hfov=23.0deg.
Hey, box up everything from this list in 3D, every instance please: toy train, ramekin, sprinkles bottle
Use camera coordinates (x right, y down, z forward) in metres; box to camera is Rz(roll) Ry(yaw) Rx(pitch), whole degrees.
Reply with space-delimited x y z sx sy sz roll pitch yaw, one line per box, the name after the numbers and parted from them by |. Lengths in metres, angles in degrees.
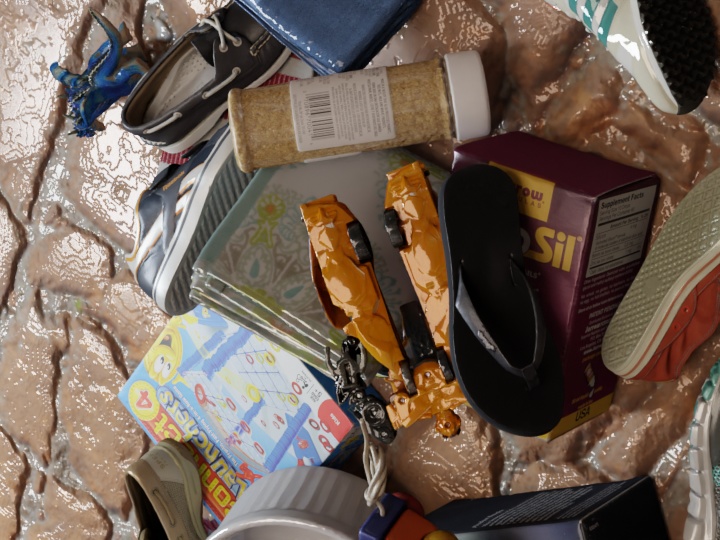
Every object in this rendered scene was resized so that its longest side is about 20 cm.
0.055 0.206 1.308 0.116 0.085 0.200 11 124 23 | toy train
-0.040 0.264 1.516 0.200 0.098 0.201 8 122 12 | ramekin
-0.001 -0.124 1.379 0.200 0.068 0.068 -9 98 2 | sprinkles bottle

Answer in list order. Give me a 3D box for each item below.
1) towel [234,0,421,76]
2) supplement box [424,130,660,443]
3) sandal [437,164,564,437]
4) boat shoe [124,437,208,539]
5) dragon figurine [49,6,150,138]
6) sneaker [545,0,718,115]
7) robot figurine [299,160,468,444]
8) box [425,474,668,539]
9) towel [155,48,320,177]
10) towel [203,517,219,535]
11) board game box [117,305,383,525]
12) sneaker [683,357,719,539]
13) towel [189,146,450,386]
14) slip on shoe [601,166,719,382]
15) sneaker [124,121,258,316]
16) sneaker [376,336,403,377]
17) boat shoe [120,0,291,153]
-0.049 -0.246 1.439 0.200 0.049 0.112 42 88 20 | towel
0.133 0.010 1.356 0.131 0.103 0.200 21 113 32 | supplement box
0.096 0.023 1.261 0.043 0.076 0.200 153 102 -77 | sandal
-0.177 0.250 1.616 0.071 0.064 0.200 15 124 42 | boat shoe
-0.234 -0.167 1.559 0.099 0.200 0.059 -31 84 -1 | dragon figurine
0.186 -0.199 1.296 0.093 0.070 0.200 -29 86 55 | sneaker
0.036 0.028 1.314 0.145 0.058 0.200 -20 90 8 | robot figurine
0.146 0.284 1.407 0.198 0.123 0.200 -14 93 39 | box
-0.112 -0.099 1.526 0.144 0.023 0.200 17 92 33 | towel
-0.130 0.348 1.684 0.200 0.030 0.146 51 126 14 | towel
-0.100 0.118 1.585 0.200 0.056 0.196 48 125 16 | board game box
0.290 0.155 1.310 0.091 0.078 0.200 5 109 19 | sneaker
-0.019 -0.021 1.405 0.171 0.200 0.048 30 160 10 | towel
0.252 0.000 1.298 0.200 0.061 0.074 -60 26 19 | slip on shoe
-0.135 -0.066 1.477 0.079 0.078 0.200 37 101 33 | sneaker
0.000 0.000 1.454 0.072 0.083 0.200 -27 93 -1 | sneaker
-0.124 -0.182 1.497 0.200 0.060 0.074 -41 60 20 | boat shoe
